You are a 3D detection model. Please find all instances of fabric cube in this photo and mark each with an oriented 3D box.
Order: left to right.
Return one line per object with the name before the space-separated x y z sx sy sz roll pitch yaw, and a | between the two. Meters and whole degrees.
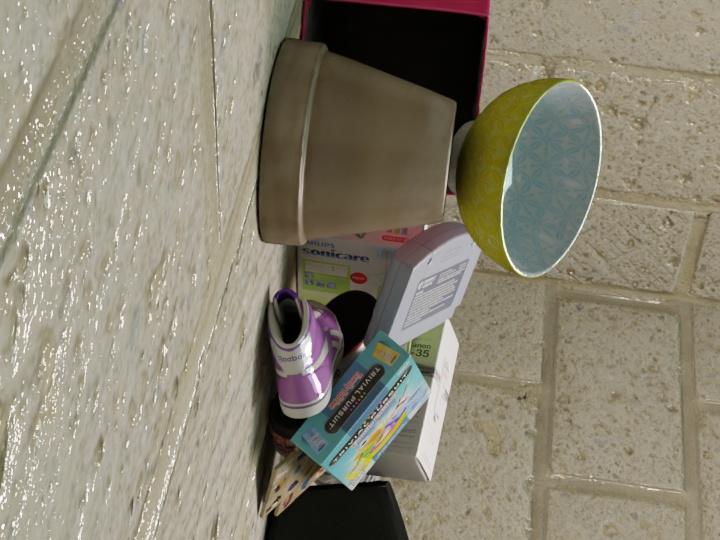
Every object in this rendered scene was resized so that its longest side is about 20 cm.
fabric cube | 0.038 -0.210 1.576 0.200 0.194 0.202 -77 172 -71

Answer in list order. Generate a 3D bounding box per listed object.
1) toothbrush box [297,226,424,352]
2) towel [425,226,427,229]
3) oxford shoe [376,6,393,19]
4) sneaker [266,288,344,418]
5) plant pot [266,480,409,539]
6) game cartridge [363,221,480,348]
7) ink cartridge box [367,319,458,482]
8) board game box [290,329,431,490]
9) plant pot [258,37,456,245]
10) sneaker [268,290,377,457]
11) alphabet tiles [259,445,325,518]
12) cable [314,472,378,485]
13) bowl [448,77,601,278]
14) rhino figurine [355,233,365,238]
toothbrush box | 0.000 0.000 1.732 0.201 0.144 0.087 93 6 -49
towel | 0.018 -0.064 1.920 0.200 0.085 0.168 -172 -99 -65
oxford shoe | 0.000 -0.300 1.741 0.075 0.058 0.200 -56 -178 -24
sneaker | -0.061 0.056 1.519 0.201 0.072 0.115 -96 174 -64
plant pot | -0.025 0.354 1.763 0.200 0.197 0.179 62 24 -82
game cartridge | 0.077 0.012 1.650 0.200 0.041 0.134 -22 132 -59
ink cartridge box | 0.032 0.155 1.815 0.083 0.145 0.202 65 34 -55
board game box | 0.006 0.161 1.590 0.151 0.047 0.200 -50 163 -6
plant pot | 0.002 -0.115 1.380 0.200 0.172 0.202 7 90 -87
sneaker | -0.044 0.123 1.645 0.202 0.067 0.108 -59 166 -27
alphabet tiles | -0.041 0.197 1.632 0.200 0.006 0.167 -39 159 -38
cable | -0.016 0.216 2.015 0.201 0.069 0.201 -104 -149 -42
bowl | 0.152 -0.103 1.448 0.199 0.107 0.202 -28 127 -45
rhino figurine | -0.010 -0.097 1.629 0.200 0.087 0.060 -48 150 -59
